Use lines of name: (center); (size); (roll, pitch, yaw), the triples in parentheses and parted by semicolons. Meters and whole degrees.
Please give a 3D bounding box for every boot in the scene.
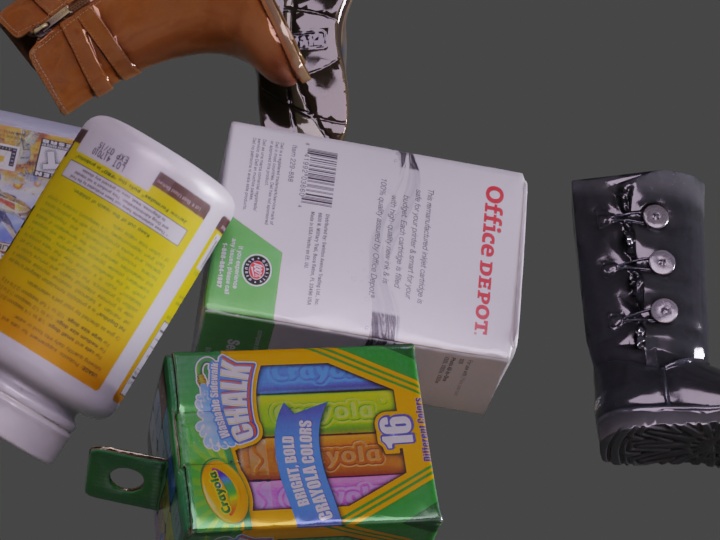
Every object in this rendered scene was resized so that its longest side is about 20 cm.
boot: (0.224, 0.029, 1.774); (0.164, 0.066, 0.201); (4, 55, -11)
boot: (-0.139, -0.155, 1.775); (0.155, 0.077, 0.200); (-38, 66, -9)

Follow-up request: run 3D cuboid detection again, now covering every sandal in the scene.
sandal: (-0.035, -0.164, 1.839); (0.081, 0.055, 0.201); (-4, 74, 2)

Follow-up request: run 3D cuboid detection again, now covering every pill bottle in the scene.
pill bottle: (-0.170, 0.014, 1.641); (0.109, 0.109, 0.201); (31, 85, 8)

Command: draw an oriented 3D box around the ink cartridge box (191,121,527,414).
ink cartridge box: (0.000, 0.000, 1.728); (0.199, 0.084, 0.147); (10, 58, -5)

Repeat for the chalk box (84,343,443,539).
chalk box: (-0.065, 0.128, 1.616); (0.199, 0.125, 0.125); (-3, 60, -12)

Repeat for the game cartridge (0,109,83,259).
game cartridge: (-0.236, -0.041, 1.734); (0.199, 0.042, 0.134); (12, 54, -5)
